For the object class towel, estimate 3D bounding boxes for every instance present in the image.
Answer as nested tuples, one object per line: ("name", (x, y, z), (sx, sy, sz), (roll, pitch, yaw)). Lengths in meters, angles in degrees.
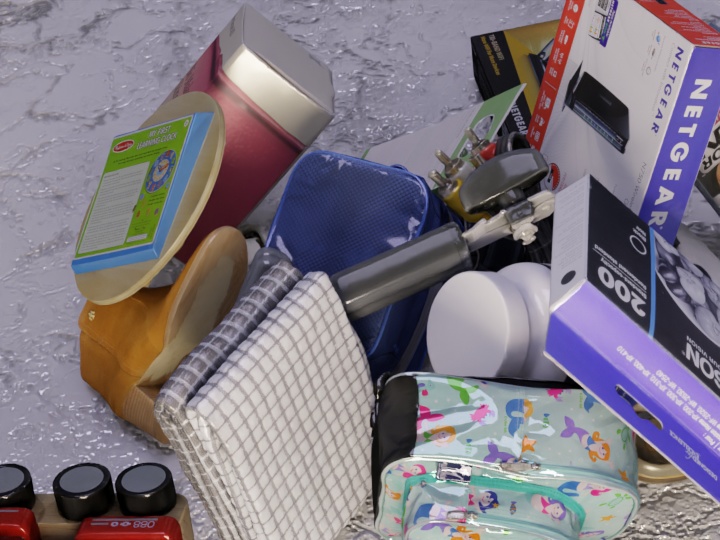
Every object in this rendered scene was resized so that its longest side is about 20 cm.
("towel", (-0.063, 0.118, 1.594), (0.085, 0.201, 0.166), (12, 48, 38))

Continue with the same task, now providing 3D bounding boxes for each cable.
("cable", (0.137, -0.035, 1.748), (0.050, 0.201, 0.097), (-15, 26, 48))

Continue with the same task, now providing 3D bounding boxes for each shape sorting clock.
("shape sorting clock", (-0.177, -0.061, 1.747), (0.200, 0.039, 0.201), (-35, 41, 37))

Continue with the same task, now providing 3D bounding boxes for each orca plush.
("orca plush", (0.287, 0.032, 1.768), (0.105, 0.071, 0.200), (21, 23, -42))

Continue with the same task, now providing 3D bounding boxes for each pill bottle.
("pill bottle", (0.156, 0.053, 1.639), (0.199, 0.117, 0.116), (4, 27, -38))

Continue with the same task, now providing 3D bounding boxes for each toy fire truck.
("toy fire truck", (-0.223, 0.253, 1.540), (0.174, 0.130, 0.200), (-1, 29, 9))

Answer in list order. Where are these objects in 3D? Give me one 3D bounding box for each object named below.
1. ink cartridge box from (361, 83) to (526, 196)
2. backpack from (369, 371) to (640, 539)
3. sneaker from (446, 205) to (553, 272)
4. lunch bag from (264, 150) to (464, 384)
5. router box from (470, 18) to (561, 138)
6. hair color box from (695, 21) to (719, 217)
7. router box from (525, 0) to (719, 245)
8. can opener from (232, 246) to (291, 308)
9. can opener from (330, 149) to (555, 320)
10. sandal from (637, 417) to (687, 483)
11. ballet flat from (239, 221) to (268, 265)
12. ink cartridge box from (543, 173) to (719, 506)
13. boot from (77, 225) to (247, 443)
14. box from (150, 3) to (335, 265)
("ink cartridge box", (0.061, -0.083, 1.869), (0.199, 0.048, 0.146), (-19, 27, 38))
("backpack", (0.110, 0.156, 1.539), (0.198, 0.178, 0.152), (-2, 63, -4))
("sneaker", (0.148, -0.054, 1.843), (0.145, 0.077, 0.203), (14, 42, 1))
("lunch bag", (0.000, 0.000, 1.744), (0.135, 0.132, 0.202), (17, 79, 23))
("router box", (0.205, -0.172, 2.021), (0.156, 0.053, 0.201), (-12, 39, -5))
("hair color box", (0.325, -0.111, 1.790), (0.099, 0.200, 0.061), (-42, 43, 5))
("router box", (0.216, -0.131, 1.713), (0.048, 0.202, 0.180), (0, 28, -29))
("can opener", (-0.093, 0.081, 1.669), (0.066, 0.202, 0.053), (16, 13, -9))
("can opener", (0.064, -0.024, 1.631), (0.199, 0.053, 0.067), (-29, 72, -1))
("sandal", (0.298, 0.115, 1.649), (0.198, 0.054, 0.081), (-14, 39, -7))
("ballet flat", (-0.102, 0.031, 1.817), (0.071, 0.072, 0.201), (-4, 40, 4))
("ink cartridge box", (0.222, 0.049, 1.553), (0.043, 0.198, 0.201), (-38, 23, 31))
("boot", (-0.176, 0.031, 1.737), (0.070, 0.203, 0.144), (5, 22, -43))
("box", (-0.125, -0.120, 1.873), (0.200, 0.109, 0.128), (-48, 17, 17))
